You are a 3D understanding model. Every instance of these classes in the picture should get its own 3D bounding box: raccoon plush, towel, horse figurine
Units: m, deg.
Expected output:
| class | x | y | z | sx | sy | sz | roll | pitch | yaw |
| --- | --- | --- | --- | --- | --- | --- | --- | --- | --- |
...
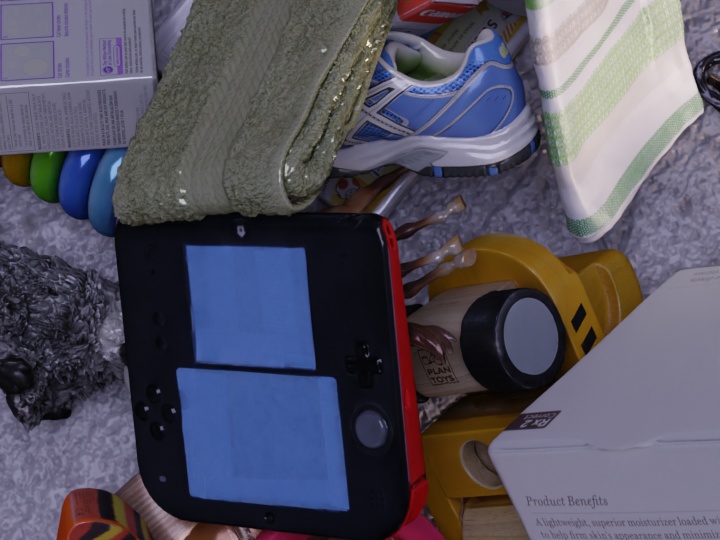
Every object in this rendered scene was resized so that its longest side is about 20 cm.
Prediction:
| class | x | y | z | sx | sy | sz | roll | pitch | yaw |
| --- | --- | --- | --- | --- | --- | --- | --- | --- | --- |
| raccoon plush | -0.170 | -0.001 | 1.504 | 0.134 | 0.097 | 0.200 | -27 | 80 | -1 |
| towel | 0.144 | -0.134 | 1.431 | 0.031 | 0.200 | 0.149 | 11 | 44 | 29 |
| towel | -0.055 | -0.111 | 1.410 | 0.148 | 0.036 | 0.200 | -4 | 52 | 38 |
| horse figurine | 0.000 | 0.000 | 1.435 | 0.133 | 0.200 | 0.050 | -28 | 116 | 9 |

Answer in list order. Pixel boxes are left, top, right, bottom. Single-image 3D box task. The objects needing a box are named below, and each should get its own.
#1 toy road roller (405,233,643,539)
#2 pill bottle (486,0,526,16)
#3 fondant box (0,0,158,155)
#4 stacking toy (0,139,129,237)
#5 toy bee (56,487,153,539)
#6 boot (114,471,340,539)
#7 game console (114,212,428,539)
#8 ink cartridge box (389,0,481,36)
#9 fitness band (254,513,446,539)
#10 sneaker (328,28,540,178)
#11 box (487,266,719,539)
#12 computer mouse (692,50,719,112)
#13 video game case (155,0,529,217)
| class | x | y | z | sx | sy | sz | roll | pitch | yaw |
| --- | --- | --- | --- | --- | --- | --- | --- | --- | --- |
| toy road roller | 0.107 | 0.072 | 1.457 | 0.146 | 0.123 | 0.200 | -35 | 106 | -39 |
| pill bottle | 0.119 | -0.255 | 1.501 | 0.112 | 0.112 | 0.200 | 5 | 75 | 5 |
| fondant box | -0.221 | -0.136 | 1.501 | 0.200 | 0.058 | 0.144 | -3 | 47 | -5 |
| stacking toy | -0.181 | -0.074 | 1.526 | 0.200 | 0.085 | 0.085 | 24 | 84 | 11 |
| toy bee | -0.151 | 0.219 | 1.476 | 0.109 | 0.200 | 0.131 | 15 | 45 | -20 |
| boot | -0.029 | 0.139 | 1.487 | 0.200 | 0.074 | 0.155 | -40 | 81 | 8 |
| game console | -0.052 | 0.056 | 1.388 | 0.200 | 0.031 | 0.177 | 2 | 105 | 39 |
| ink cartridge box | 0.015 | -0.190 | 1.466 | 0.200 | 0.050 | 0.109 | -24 | 78 | 37 |
| fitness band | 0.008 | 0.219 | 1.450 | 0.144 | 0.037 | 0.200 | -38 | 103 | -18 |
| sneaker | 0.003 | -0.099 | 1.462 | 0.200 | 0.076 | 0.077 | -2 | 117 | 18 |
| box | 0.213 | 0.092 | 1.331 | 0.200 | 0.199 | 0.131 | -39 | 111 | -38 |
| computer mouse | 0.285 | -0.069 | 1.514 | 0.200 | 0.034 | 0.059 | 38 | 103 | 14 |
| video game case | -0.003 | -0.153 | 1.550 | 0.182 | 0.023 | 0.200 | 38 | 85 | 9 |
